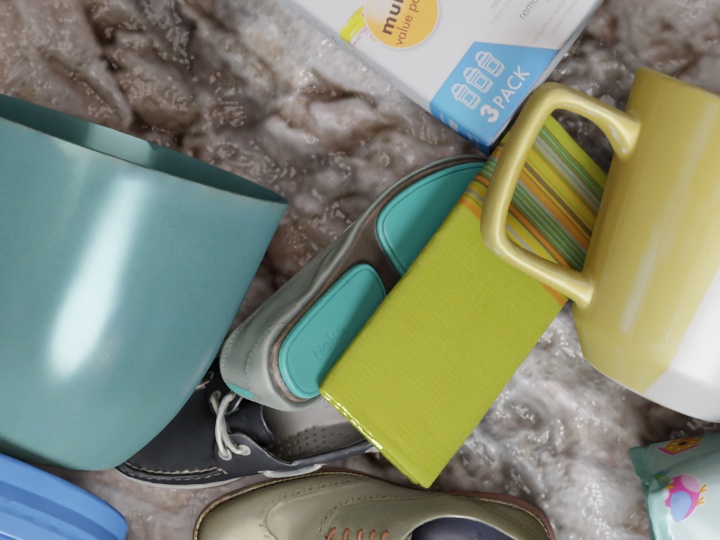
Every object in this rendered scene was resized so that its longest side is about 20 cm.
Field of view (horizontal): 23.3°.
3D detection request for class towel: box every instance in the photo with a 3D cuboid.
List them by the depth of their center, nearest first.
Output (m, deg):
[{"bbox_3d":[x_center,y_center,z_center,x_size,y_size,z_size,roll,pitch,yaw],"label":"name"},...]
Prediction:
[{"bbox_3d":[0.062,0.011,0.921,0.086,0.018,0.200,45,71,-21],"label":"towel"}]

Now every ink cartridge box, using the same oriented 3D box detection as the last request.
[{"bbox_3d":[0.023,-0.168,0.950,0.200,0.068,0.115,36,92,5],"label":"ink cartridge box"}]

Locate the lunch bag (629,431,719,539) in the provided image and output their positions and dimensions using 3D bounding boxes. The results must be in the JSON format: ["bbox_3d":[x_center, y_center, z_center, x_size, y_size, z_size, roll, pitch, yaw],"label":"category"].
[{"bbox_3d":[0.239,0.179,0.901,0.170,0.122,0.200,-11,95,3],"label":"lunch bag"}]

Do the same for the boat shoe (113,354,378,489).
[{"bbox_3d":[-0.047,0.080,0.954,0.200,0.060,0.074,-6,88,4],"label":"boat shoe"}]

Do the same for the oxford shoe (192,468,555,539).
[{"bbox_3d":[0.005,0.144,0.942,0.200,0.074,0.071,-2,89,5],"label":"oxford shoe"}]

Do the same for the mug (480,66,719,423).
[{"bbox_3d":[0.168,-0.015,0.909,0.186,0.149,0.153,26,100,18],"label":"mug"}]

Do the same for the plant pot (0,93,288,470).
[{"bbox_3d":[-0.157,0.007,0.900,0.200,0.201,0.161,19,95,5],"label":"plant pot"}]

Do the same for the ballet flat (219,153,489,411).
[{"bbox_3d":[0.000,0.000,0.935,0.200,0.064,0.067,-42,116,-31],"label":"ballet flat"}]

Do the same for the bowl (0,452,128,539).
[{"bbox_3d":[-0.214,0.119,0.902,0.200,0.201,0.039,15,71,5],"label":"bowl"}]
